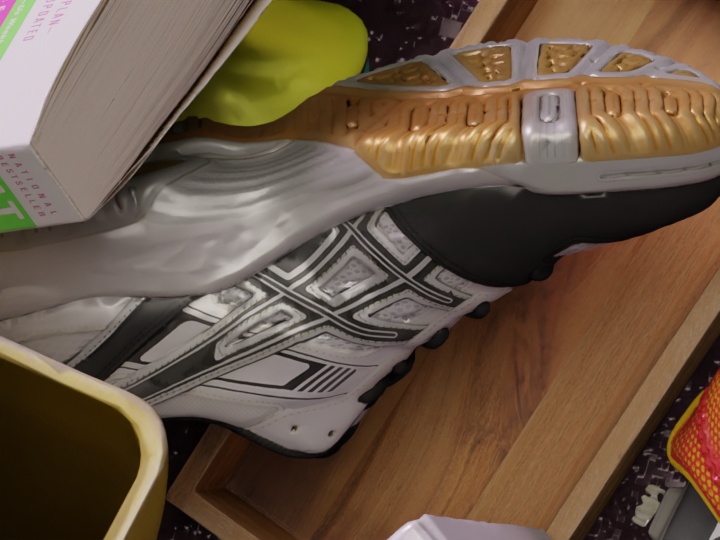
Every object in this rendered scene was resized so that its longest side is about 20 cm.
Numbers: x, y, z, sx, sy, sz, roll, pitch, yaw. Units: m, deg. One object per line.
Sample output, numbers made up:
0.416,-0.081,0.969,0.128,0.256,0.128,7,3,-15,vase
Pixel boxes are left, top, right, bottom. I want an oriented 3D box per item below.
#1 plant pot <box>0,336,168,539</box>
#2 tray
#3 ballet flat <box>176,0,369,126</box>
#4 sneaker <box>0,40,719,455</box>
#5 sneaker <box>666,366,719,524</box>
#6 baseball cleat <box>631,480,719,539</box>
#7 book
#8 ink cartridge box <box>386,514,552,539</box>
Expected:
-0.165,0.108,0.695,0.200,0.176,0.200,23,74,12,plant pot
0.044,0.005,0.760,0.099,0.037,0.200,34,97,13,tray
-0.094,-0.031,0.774,0.200,0.067,0.067,-28,41,7,ballet flat
0.000,0.000,0.719,0.200,0.076,0.088,-11,108,11,sneaker
0.148,0.102,0.682,0.073,0.077,0.200,-22,76,-30,sneaker
0.156,0.047,0.742,0.106,0.070,0.200,29,74,39,baseball cleat
-0.118,-0.057,0.725,0.200,0.048,0.134,-5,41,39,book
0.039,0.177,0.654,0.147,0.146,0.200,-42,75,8,ink cartridge box
